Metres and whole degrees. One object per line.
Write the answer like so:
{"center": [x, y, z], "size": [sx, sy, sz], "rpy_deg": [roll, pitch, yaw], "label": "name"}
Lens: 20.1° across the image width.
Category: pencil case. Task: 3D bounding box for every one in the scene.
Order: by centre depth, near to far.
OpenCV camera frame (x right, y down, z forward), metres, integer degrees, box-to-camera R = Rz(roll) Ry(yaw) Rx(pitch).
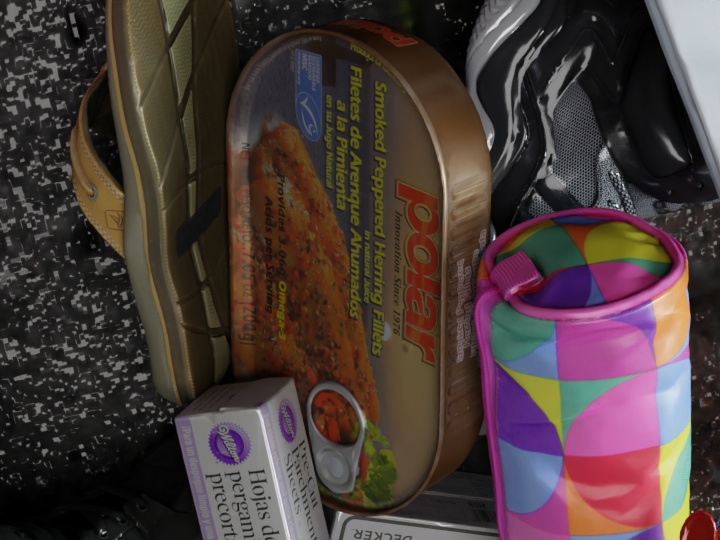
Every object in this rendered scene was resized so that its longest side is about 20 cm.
{"center": [0.087, 0.078, 0.786], "size": [0.088, 0.088, 0.200], "rpy_deg": [-8, 118, -8], "label": "pencil case"}

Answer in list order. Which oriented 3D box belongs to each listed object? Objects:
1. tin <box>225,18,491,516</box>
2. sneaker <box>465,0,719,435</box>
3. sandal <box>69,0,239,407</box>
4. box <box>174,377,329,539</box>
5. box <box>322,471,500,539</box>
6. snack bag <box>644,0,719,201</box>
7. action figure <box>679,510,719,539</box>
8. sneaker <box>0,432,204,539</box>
{"center": [0.000, 0.000, 0.798], "size": [0.042, 0.112, 0.201], "rpy_deg": [-21, 121, -41], "label": "tin"}
{"center": [0.093, -0.021, 0.815], "size": [0.114, 0.075, 0.201], "rpy_deg": [12, 105, 16], "label": "sneaker"}
{"center": [-0.085, -0.038, 0.805], "size": [0.054, 0.080, 0.201], "rpy_deg": [8, 118, 21], "label": "sandal"}
{"center": [-0.030, 0.145, 0.825], "size": [0.039, 0.041, 0.201], "rpy_deg": [-8, 102, 20], "label": "box"}
{"center": [0.018, 0.189, 0.900], "size": [0.116, 0.060, 0.201], "rpy_deg": [8, 106, -13], "label": "box"}
{"center": [0.196, -0.103, 0.714], "size": [0.200, 0.021, 0.189], "rpy_deg": [-23, 99, 3], "label": "snack bag"}
{"center": [0.180, 0.087, 0.835], "size": [0.065, 0.200, 0.052], "rpy_deg": [10, 103, 19], "label": "action figure"}
{"center": [-0.130, 0.122, 0.799], "size": [0.104, 0.060, 0.200], "rpy_deg": [50, 60, -33], "label": "sneaker"}
